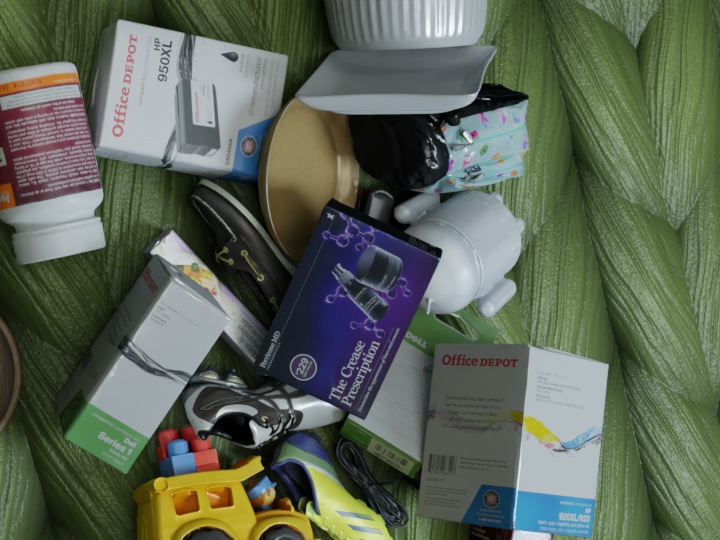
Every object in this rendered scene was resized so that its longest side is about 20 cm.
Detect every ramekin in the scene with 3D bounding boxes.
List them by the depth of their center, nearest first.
[{"bbox_3d":[0.053,-0.308,1.667,0.200,0.200,0.105,-8,102,-21],"label":"ramekin"}]

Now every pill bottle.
[{"bbox_3d":[-0.339,-0.113,1.550,0.114,0.114,0.200,-13,94,-21],"label":"pill bottle"}]

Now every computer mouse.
[{"bbox_3d":[0.061,0.198,1.751,0.200,0.046,0.140,-43,94,-15],"label":"computer mouse"}]

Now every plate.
[{"bbox_3d":[0.045,-0.212,1.632,0.199,0.200,0.032,0,114,12],"label":"plate"}]

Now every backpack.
[{"bbox_3d":[0.105,-0.157,1.709,0.200,0.167,0.127,-14,114,-37],"label":"backpack"}]

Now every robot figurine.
[{"bbox_3d":[0.112,-0.022,1.709,0.170,0.113,0.200,46,45,7],"label":"robot figurine"}]

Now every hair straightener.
[{"bbox_3d":[0.000,0.000,1.704,0.041,0.077,0.200,21,83,-22],"label":"hair straightener"}]

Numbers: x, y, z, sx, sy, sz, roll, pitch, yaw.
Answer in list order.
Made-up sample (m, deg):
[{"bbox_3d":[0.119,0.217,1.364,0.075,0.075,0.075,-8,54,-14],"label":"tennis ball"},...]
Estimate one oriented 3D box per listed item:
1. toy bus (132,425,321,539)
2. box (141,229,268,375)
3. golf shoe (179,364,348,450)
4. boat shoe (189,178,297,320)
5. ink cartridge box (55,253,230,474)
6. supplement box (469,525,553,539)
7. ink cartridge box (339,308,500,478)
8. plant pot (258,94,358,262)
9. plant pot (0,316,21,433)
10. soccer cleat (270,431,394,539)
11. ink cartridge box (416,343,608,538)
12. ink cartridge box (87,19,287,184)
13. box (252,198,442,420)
[{"bbox_3d":[-0.156,0.264,1.626,0.200,0.136,0.192,-4,76,-24],"label":"toy bus"},{"bbox_3d":[-0.165,0.037,1.658,0.039,0.041,0.200,-46,106,-14],"label":"box"},{"bbox_3d":[-0.104,0.168,1.645,0.200,0.095,0.078,5,132,-18],"label":"golf shoe"},{"bbox_3d":[-0.128,-0.016,1.655,0.061,0.072,0.201,-46,107,-14],"label":"boat shoe"},{"bbox_3d":[-0.234,0.095,1.553,0.084,0.146,0.200,35,91,-18],"label":"ink cartridge box"},{"bbox_3d":[0.189,0.286,1.762,0.061,0.109,0.201,13,84,-21],"label":"supplement box"},{"bbox_3d":[0.071,0.132,1.714,0.104,0.059,0.200,31,63,5],"label":"ink cartridge box"},{"bbox_3d":[-0.062,-0.107,1.655,0.200,0.027,0.201,-14,106,-59],"label":"plant pot"},{"bbox_3d":[-0.450,0.114,1.518,0.200,0.093,0.201,0,91,-22],"label":"plant pot"},{"bbox_3d":[-0.035,0.279,1.684,0.200,0.065,0.084,54,37,-7],"label":"soccer cleat"},{"bbox_3d":[0.172,0.188,1.633,0.144,0.147,0.201,14,80,-42],"label":"ink cartridge box"},{"bbox_3d":[-0.195,-0.185,1.622,0.200,0.084,0.145,9,86,-21],"label":"ink cartridge box"},{"bbox_3d":[-0.014,0.042,1.606,0.141,0.079,0.200,25,100,2],"label":"box"}]
